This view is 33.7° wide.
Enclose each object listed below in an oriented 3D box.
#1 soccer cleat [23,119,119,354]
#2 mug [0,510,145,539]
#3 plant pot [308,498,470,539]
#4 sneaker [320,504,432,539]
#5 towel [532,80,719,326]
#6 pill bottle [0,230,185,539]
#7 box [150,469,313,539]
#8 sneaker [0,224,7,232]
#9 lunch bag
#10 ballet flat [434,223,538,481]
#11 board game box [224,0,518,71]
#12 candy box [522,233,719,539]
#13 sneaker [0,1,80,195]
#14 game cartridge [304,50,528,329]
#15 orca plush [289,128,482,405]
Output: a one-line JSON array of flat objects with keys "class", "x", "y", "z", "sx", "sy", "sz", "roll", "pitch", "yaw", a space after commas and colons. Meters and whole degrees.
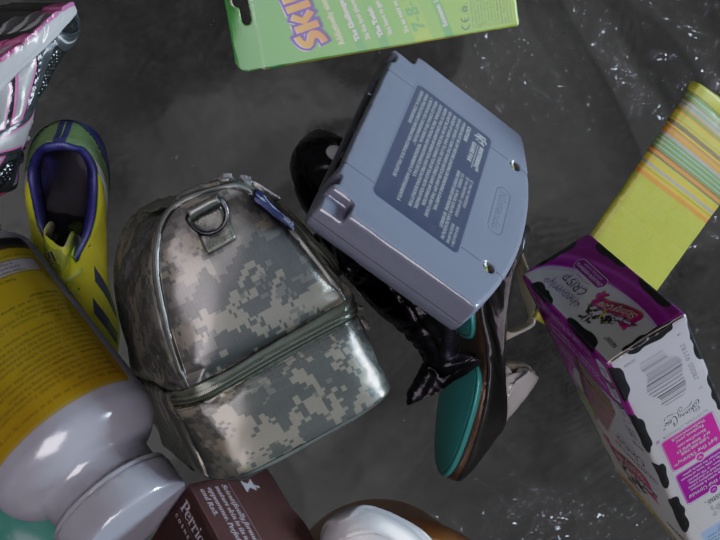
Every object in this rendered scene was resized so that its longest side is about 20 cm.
[{"class": "soccer cleat", "x": -0.202, "y": -0.001, "z": 0.816, "sx": 0.064, "sy": 0.084, "sz": 0.202, "roll": 0, "pitch": 103, "yaw": -4}, {"class": "mug", "x": -0.234, "y": 0.167, "z": 0.816, "sx": 0.185, "sy": 0.152, "sz": 0.114, "roll": 43, "pitch": 95, "yaw": -12}, {"class": "plant pot", "x": 0.017, "y": 0.255, "z": 0.859, "sx": 0.198, "sy": 0.140, "sz": 0.202, "roll": -1, "pitch": 103, "yaw": -4}, {"class": "sneaker", "x": 0.036, "y": 0.238, "z": 0.735, "sx": 0.074, "sy": 0.100, "sz": 0.201, "roll": -25, "pitch": 101, "yaw": 4}, {"class": "towel", "x": 0.206, "y": -0.034, "z": 0.857, "sx": 0.086, "sy": 0.018, "sz": 0.201, "roll": 29, "pitch": 100, "yaw": -34}, {"class": "pill bottle", "x": -0.198, "y": 0.080, "z": 0.734, "sx": 0.112, "sy": 0.112, "sz": 0.200, "roll": -43, "pitch": 72, "yaw": 6}, {"class": "box", "x": -0.105, "y": 0.231, "z": 0.761, "sx": 0.100, "sy": 0.075, "sz": 0.201, "roll": 53, "pitch": 123, "yaw": 29}, {"class": "sneaker", "x": -0.283, "y": -0.029, "z": 0.822, "sx": 0.086, "sy": 0.074, "sz": 0.202, "roll": -1, "pitch": 104, "yaw": -25}, {"class": "lunch bag", "x": -0.087, "y": 0.027, "z": 0.768, "sx": 0.139, "sy": 0.200, "sz": 0.169, "roll": -29, "pitch": 100, "yaw": -16}, {"class": "ballet flat", "x": 0.096, "y": 0.056, "z": 0.861, "sx": 0.068, "sy": 0.068, "sz": 0.202, "roll": 0, "pitch": 103, "yaw": -17}, {"class": "board game box", "x": 0.004, "y": -0.200, "z": 0.817, "sx": 0.198, "sy": 0.030, "sz": 0.097, "roll": -10, "pitch": 102, "yaw": -4}, {"class": "candy box", "x": 0.195, "y": 0.090, "z": 0.812, "sx": 0.061, "sy": 0.137, "sz": 0.201, "roll": -31, "pitch": 118, "yaw": -2}, {"class": "sneaker", "x": -0.246, "y": -0.095, "z": 0.767, "sx": 0.080, "sy": 0.201, "sz": 0.087, "roll": 11, "pitch": 141, "yaw": 30}, {"class": "game cartridge", "x": 0.047, "y": -0.054, "z": 0.774, "sx": 0.133, "sy": 0.201, "sz": 0.041, "roll": 39, "pitch": 128, "yaw": -13}, {"class": "orca plush", "x": 0.000, "y": 0.000, "z": 0.815, "sx": 0.105, "sy": 0.071, "sz": 0.202, "roll": -15, "pitch": 98, "yaw": 36}]
